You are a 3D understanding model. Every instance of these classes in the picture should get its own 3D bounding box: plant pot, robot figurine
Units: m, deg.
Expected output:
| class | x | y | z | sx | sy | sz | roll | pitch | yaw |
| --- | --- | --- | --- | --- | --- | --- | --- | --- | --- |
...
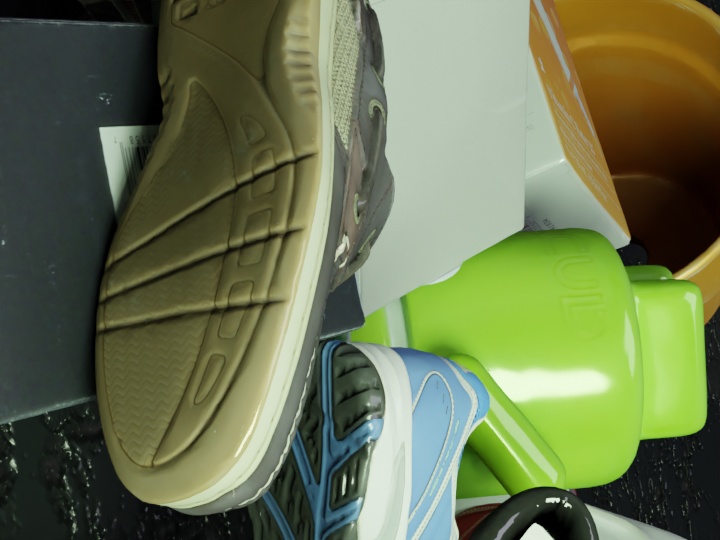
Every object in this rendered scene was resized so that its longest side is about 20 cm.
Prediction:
| class | x | y | z | sx | sy | sz | roll | pitch | yaw |
| --- | --- | --- | --- | --- | --- | --- | --- | --- | --- |
| plant pot | 0.149 | -0.038 | 1.099 | 0.183 | 0.198 | 0.202 | 55 | 33 | -62 |
| robot figurine | 0.051 | 0.043 | 0.834 | 0.175 | 0.198 | 0.117 | -129 | -145 | -77 |

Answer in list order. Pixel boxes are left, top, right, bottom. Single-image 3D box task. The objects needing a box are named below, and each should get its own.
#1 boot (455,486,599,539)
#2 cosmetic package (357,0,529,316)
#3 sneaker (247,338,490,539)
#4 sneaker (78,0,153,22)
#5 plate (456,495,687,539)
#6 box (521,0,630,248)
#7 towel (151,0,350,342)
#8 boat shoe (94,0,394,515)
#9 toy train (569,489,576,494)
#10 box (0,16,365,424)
| class | x | y | z | sx | sy | sz | roll | pitch | yaw |
| --- | --- | --- | --- | --- | --- | --- | --- | --- | --- |
| boot | 0.025 | 0.175 | 0.689 | 0.144 | 0.072 | 0.201 | 127 | -12 | -76 |
| cosmetic package | 0.007 | -0.094 | 0.757 | 0.106 | 0.090 | 0.201 | -26 | 133 | -35 |
| sneaker | -0.005 | 0.118 | 0.659 | 0.077 | 0.076 | 0.201 | -4 | 121 | -43 |
| sneaker | -0.112 | -0.203 | 0.796 | 0.085 | 0.076 | 0.201 | -58 | 131 | -63 |
| plate | 0.051 | 0.148 | 0.838 | 0.200 | 0.199 | 0.033 | -55 | 160 | -54 |
| box | 0.055 | -0.104 | 0.973 | 0.124 | 0.097 | 0.201 | 37 | 35 | -61 |
| towel | -0.044 | -0.026 | 0.733 | 0.200 | 0.023 | 0.154 | -126 | -151 | -54 |
| boat shoe | -0.023 | -0.022 | 0.509 | 0.065 | 0.072 | 0.201 | 40 | 41 | -42 |
| toy train | 0.115 | 0.141 | 1.110 | 0.200 | 0.034 | 0.046 | 48 | 37 | -43 |
| box | -0.128 | -0.004 | 0.572 | 0.200 | 0.181 | 0.105 | -11 | 90 | -61 |
